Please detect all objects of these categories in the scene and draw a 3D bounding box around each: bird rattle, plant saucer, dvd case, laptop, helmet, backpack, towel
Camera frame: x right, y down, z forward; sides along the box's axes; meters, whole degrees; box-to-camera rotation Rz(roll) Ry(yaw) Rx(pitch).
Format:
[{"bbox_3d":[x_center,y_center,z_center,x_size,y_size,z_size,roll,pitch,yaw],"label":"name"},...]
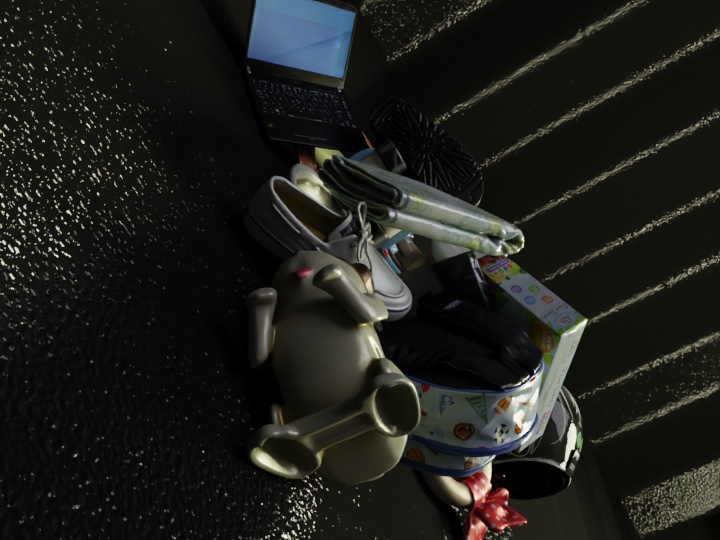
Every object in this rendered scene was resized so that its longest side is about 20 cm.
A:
[{"bbox_3d":[0.130,0.251,0.991,0.162,0.112,0.203,28,59,-29],"label":"bird rattle"},{"bbox_3d":[-0.045,-0.028,0.916,0.201,0.050,0.201,55,18,-26],"label":"plant saucer"},{"bbox_3d":[0.093,0.067,0.930,0.016,0.199,0.151,-24,94,-36],"label":"dvd case"},{"bbox_3d":[-0.063,-0.276,1.049,0.175,0.103,0.203,2,54,-37],"label":"laptop"},{"bbox_3d":[0.266,0.257,1.259,0.200,0.197,0.193,50,36,-39],"label":"helmet"},{"bbox_3d":[0.094,0.126,0.802,0.199,0.188,0.157,-27,116,-48],"label":"backpack"},{"bbox_3d":[0.065,-0.071,0.871,0.197,0.049,0.171,12,15,-35],"label":"towel"}]

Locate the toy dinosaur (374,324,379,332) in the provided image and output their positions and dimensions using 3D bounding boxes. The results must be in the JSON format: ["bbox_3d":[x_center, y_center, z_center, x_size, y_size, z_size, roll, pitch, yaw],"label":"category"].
[{"bbox_3d":[0.000,0.000,1.040,0.088,0.047,0.203,-25,91,-62],"label":"toy dinosaur"}]

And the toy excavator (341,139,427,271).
[{"bbox_3d":[0.043,-0.079,1.081,0.196,0.099,0.200,56,1,-6],"label":"toy excavator"}]

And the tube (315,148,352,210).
[{"bbox_3d":[-0.058,-0.176,1.150,0.058,0.052,0.200,12,-29,50],"label":"tube"}]

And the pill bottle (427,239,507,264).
[{"bbox_3d":[0.152,0.014,1.145,0.202,0.110,0.114,94,-17,-53],"label":"pill bottle"}]

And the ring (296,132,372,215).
[{"bbox_3d":[-0.029,-0.144,1.117,0.199,0.019,0.204,27,54,-45],"label":"ring"}]

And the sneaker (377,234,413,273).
[{"bbox_3d":[0.058,-0.081,1.273,0.203,0.094,0.079,64,15,6],"label":"sneaker"}]

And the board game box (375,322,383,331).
[{"bbox_3d":[0.084,0.127,1.125,0.136,0.034,0.200,65,15,9],"label":"board game box"}]

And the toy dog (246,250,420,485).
[{"bbox_3d":[-0.021,0.069,0.670,0.194,0.138,0.202,46,20,-49],"label":"toy dog"}]

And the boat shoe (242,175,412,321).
[{"bbox_3d":[-0.017,-0.031,0.773,0.201,0.086,0.075,36,38,-7],"label":"boat shoe"}]

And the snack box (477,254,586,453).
[{"bbox_3d":[0.176,0.098,0.908,0.142,0.052,0.203,41,-39,34],"label":"snack box"}]

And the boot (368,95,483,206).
[{"bbox_3d":[0.093,-0.144,1.095,0.212,0.079,0.158,51,-8,17],"label":"boot"}]
